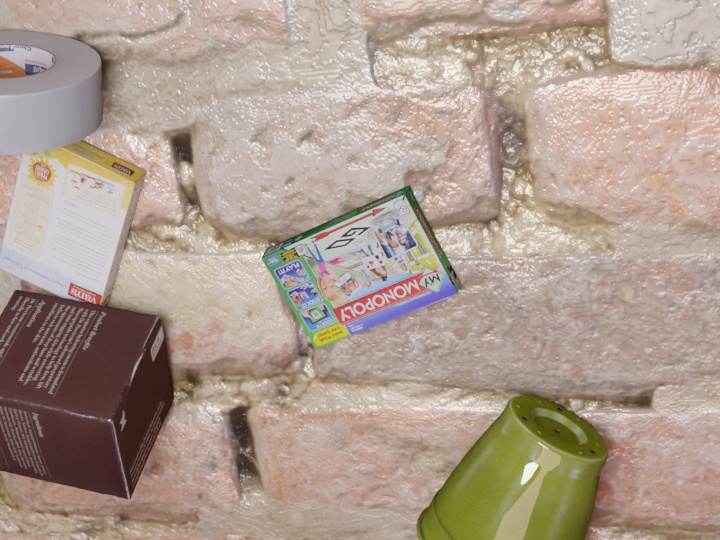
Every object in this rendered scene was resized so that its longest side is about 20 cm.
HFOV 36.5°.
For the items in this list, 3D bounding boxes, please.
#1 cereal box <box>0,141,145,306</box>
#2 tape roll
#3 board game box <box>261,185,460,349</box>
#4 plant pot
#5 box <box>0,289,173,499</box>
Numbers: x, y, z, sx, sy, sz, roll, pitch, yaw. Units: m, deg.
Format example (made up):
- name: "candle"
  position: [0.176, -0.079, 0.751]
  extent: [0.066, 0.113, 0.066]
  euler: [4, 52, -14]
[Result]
- name: "cereal box"
  position: [-0.353, -0.060, 1.327]
  extent: [0.142, 0.040, 0.202]
  euler: [25, 121, 0]
- name: "tape roll"
  position: [-0.376, -0.194, 1.169]
  extent: [0.197, 0.201, 0.067]
  euler: [10, 119, 9]
- name: "board game box"
  position: [0.000, 0.000, 1.274]
  extent: [0.198, 0.029, 0.136]
  euler: [-23, 109, 24]
- name: "plant pot"
  position: [0.194, 0.262, 1.283]
  extent: [0.198, 0.201, 0.195]
  euler: [24, 109, 1]
- name: "box"
  position: [-0.356, 0.152, 1.347]
  extent: [0.196, 0.167, 0.166]
  euler: [11, 136, 8]
